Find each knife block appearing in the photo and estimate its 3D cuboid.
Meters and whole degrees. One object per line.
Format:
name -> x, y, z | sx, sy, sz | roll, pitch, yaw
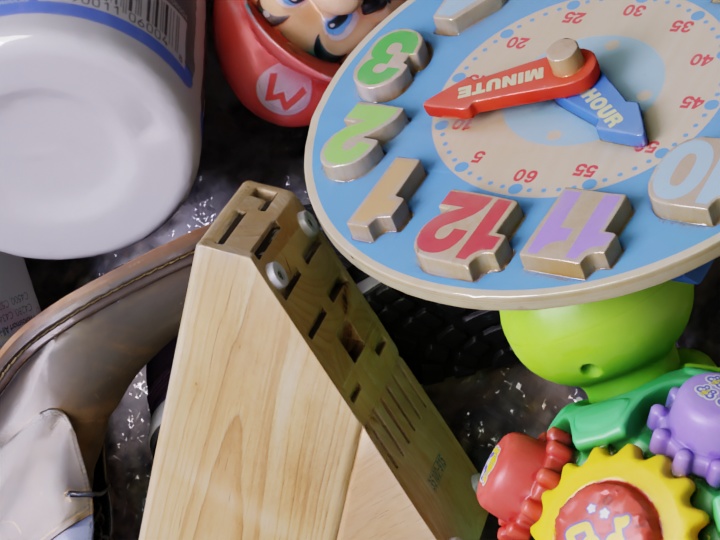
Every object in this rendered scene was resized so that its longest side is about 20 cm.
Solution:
knife block -> -0.051, 0.093, 0.893 | 0.175, 0.064, 0.200 | -28, 104, 22

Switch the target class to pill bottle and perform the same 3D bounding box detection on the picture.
pill bottle -> -0.115, -0.111, 0.972 | 0.114, 0.114, 0.200 | -28, 38, 24

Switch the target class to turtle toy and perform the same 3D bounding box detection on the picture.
turtle toy -> 0.098, 0.074, 0.838 | 0.145, 0.101, 0.201 | -21, 68, 27

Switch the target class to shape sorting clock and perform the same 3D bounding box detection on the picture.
shape sorting clock -> 0.075, -0.061, 0.844 | 0.199, 0.039, 0.200 | -14, 44, 14

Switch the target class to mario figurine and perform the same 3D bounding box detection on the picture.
mario figurine -> 0.014, -0.142, 0.940 | 0.123, 0.106, 0.200 | 35, 97, 31

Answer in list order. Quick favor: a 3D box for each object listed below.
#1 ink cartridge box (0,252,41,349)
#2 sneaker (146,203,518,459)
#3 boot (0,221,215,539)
ink cartridge box -> -0.188, 0.044, 1.006 | 0.116, 0.067, 0.201 | -15, 95, 30
sneaker -> 0.000, 0.000, 0.937 | 0.200, 0.076, 0.088 | -25, 51, 17
boot -> -0.104, 0.070, 0.915 | 0.200, 0.075, 0.097 | -37, 84, 8
